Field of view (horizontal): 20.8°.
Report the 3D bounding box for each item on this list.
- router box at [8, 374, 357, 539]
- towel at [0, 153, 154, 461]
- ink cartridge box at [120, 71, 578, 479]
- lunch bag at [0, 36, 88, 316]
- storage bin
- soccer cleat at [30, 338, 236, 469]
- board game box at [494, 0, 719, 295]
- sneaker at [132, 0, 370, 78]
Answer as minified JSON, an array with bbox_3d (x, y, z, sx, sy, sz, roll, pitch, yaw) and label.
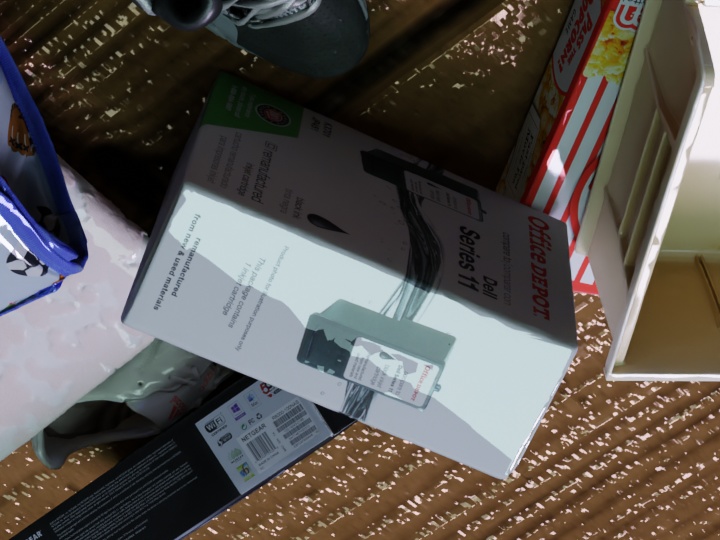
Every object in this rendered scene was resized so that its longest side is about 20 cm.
[{"bbox_3d":[-0.075,0.100,1.064,0.200,0.157,0.052,-35,86,20],"label":"router box"},{"bbox_3d":[-0.213,-0.001,0.998,0.191,0.032,0.200,-38,112,25],"label":"towel"},{"bbox_3d":[0.000,0.000,0.950,0.200,0.147,0.083,23,115,-8],"label":"ink cartridge box"},{"bbox_3d":[-0.237,-0.052,0.877,0.170,0.124,0.200,-23,107,15],"label":"lunch bag"},{"bbox_3d":[0.227,-0.047,0.952,0.199,0.094,0.199,2,132,-11],"label":"storage bin"},{"bbox_3d":[-0.094,0.046,1.059,0.200,0.078,0.069,-27,131,15],"label":"soccer cleat"},{"bbox_3d":[0.164,-0.071,1.016,0.151,0.046,0.200,7,131,-15],"label":"board game box"},{"bbox_3d":[-0.063,-0.128,0.879,0.075,0.116,0.200,-33,129,20],"label":"sneaker"}]
